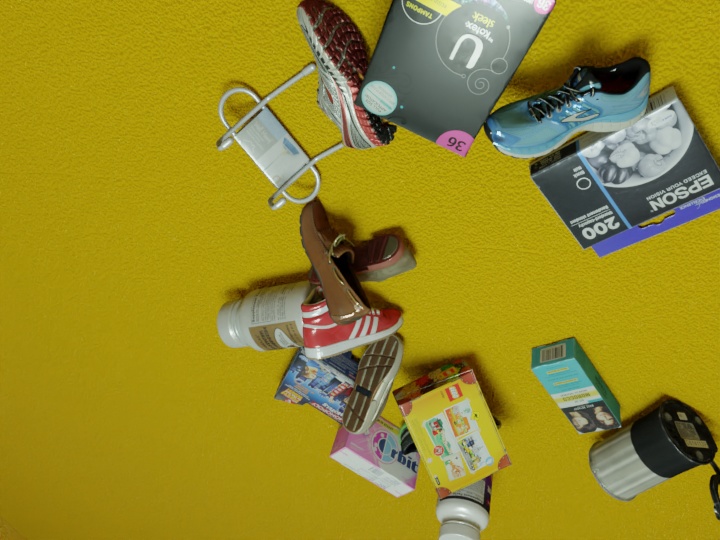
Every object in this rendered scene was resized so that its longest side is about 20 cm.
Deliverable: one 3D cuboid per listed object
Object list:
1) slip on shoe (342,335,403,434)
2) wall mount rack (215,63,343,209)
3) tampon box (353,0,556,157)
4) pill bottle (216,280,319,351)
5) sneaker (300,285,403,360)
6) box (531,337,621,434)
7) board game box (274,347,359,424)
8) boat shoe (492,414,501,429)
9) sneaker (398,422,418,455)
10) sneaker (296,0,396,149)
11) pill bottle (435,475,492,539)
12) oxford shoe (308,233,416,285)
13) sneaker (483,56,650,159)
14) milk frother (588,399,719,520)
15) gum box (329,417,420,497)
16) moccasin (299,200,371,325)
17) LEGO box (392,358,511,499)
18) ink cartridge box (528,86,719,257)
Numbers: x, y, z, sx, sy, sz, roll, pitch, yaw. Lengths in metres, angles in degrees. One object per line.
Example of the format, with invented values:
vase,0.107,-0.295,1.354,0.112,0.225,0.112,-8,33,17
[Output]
slip on shoe,0.032,0.216,1.142,0.076,0.202,0.060,22,-179,36
wall mount rack,-0.101,-0.189,0.859,0.174,0.075,0.200,-41,117,0
tampon box,0.104,-0.263,0.677,0.149,0.127,0.201,24,135,-3
pill bottle,-0.156,0.087,1.097,0.198,0.115,0.115,-10,128,26
sneaker,-0.013,0.068,1.024,0.071,0.199,0.114,5,108,54
box,0.385,0.209,1.073,0.082,0.049,0.200,-22,121,34
board game box,-0.081,0.230,1.241,0.199,0.062,0.200,36,133,-15
boat shoe,0.189,0.270,1.181,0.199,0.071,0.062,37,126,-18
sneaker,0.177,0.372,1.267,0.198,0.084,0.077,0,137,20
sneaker,-0.032,-0.243,0.771,0.082,0.078,0.201,-8,117,40
pill bottle,0.219,0.480,1.272,0.110,0.201,0.112,10,135,10
oxford shoe,0.000,0.000,0.999,0.199,0.071,0.075,-11,145,36
sneaker,0.235,-0.197,0.688,0.198,0.079,0.090,-19,154,-1
milk frother,0.541,0.369,1.066,0.179,0.201,0.189,24,135,-10
gum box,0.042,0.394,1.313,0.199,0.114,0.066,36,133,-14
moccasin,-0.038,-0.019,0.928,0.077,0.203,0.073,-29,156,24
LEGO box,0.167,0.289,1.109,0.148,0.077,0.201,-24,99,-3
ink cartridge box,0.360,-0.108,0.795,0.197,0.044,0.200,-28,119,36
